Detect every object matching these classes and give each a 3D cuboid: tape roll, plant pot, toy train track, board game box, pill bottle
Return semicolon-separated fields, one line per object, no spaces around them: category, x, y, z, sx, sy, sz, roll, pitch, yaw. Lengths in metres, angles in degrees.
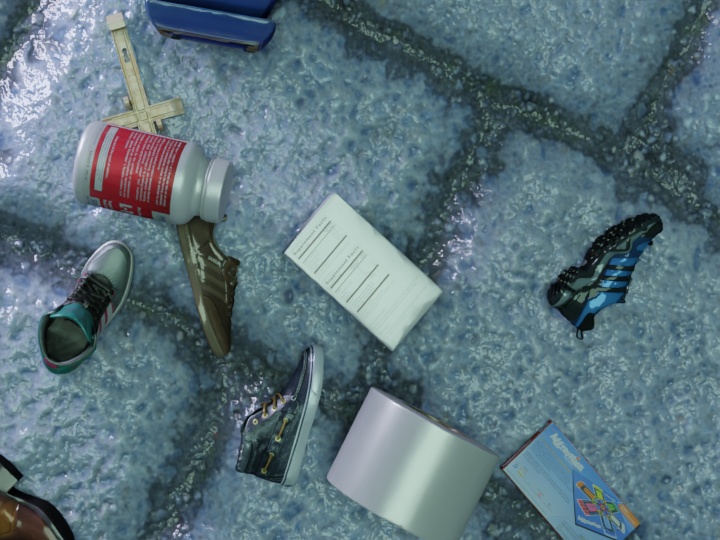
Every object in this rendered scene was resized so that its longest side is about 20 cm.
tape roll;0.071;0.265;1.656;0.201;0.203;0.141;28;88;-6
plant pot;-0.190;-0.393;1.622;0.197;0.200;0.183;9;96;-7
toy train track;-0.312;-0.256;1.688;0.113;0.033;0.203;-16;92;-6
board game box;0.304;0.326;1.774;0.103;0.019;0.200;-41;95;-3
pill bottle;-0.275;-0.126;1.642;0.197;0.112;0.114;13;89;2

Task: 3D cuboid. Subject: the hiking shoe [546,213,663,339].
hiking shoe;0.361;0.001;1.756;0.200;0.074;0.087;-41;102;5

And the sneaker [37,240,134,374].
sneaker;-0.370;0.051;1.641;0.083;0.121;0.202;27;88;-6

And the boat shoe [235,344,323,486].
boat shoe;-0.111;0.195;1.697;0.090;0.071;0.203;14;91;-11

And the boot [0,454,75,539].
boot;-0.505;0.382;1.659;0.200;0.068;0.188;-45;96;-3

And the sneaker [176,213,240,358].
sneaker;-0.196;0.017;1.687;0.074;0.070;0.203;-15;93;-7

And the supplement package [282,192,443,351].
supplement package;0.000;0.000;1.687;0.200;0.114;0.110;42;88;-6
